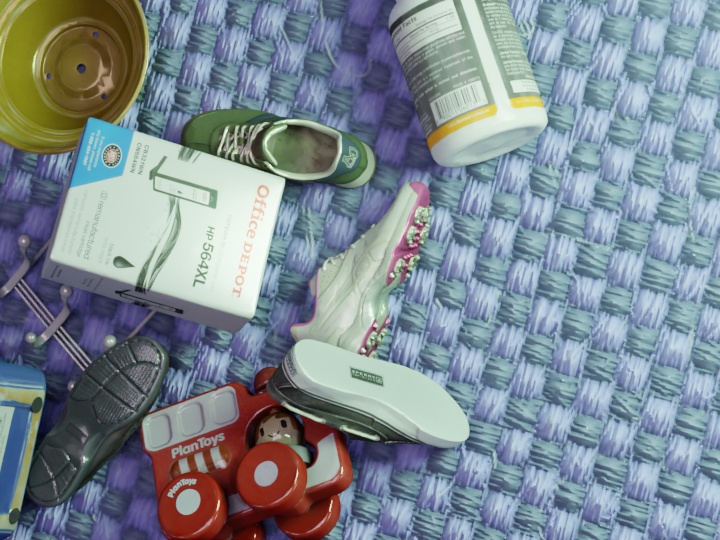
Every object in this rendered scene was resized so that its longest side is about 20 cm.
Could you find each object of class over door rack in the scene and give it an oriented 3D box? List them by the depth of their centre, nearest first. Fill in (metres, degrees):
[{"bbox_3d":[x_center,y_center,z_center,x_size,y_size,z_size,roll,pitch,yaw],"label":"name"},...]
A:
[{"bbox_3d":[-0.261,0.003,1.769,0.200,0.067,0.148,-44,78,6],"label":"over door rack"}]

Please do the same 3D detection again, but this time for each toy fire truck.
[{"bbox_3d":[-0.111,0.179,1.704,0.199,0.112,0.169,-22,59,13],"label":"toy fire truck"}]

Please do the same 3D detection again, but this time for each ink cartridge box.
[{"bbox_3d":[-0.185,-0.041,1.693,0.199,0.084,0.147,16,74,-12],"label":"ink cartridge box"}]

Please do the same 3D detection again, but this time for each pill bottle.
[{"bbox_3d":[0.093,-0.209,1.683,0.116,0.116,0.201,-20,80,10],"label":"pill bottle"}]

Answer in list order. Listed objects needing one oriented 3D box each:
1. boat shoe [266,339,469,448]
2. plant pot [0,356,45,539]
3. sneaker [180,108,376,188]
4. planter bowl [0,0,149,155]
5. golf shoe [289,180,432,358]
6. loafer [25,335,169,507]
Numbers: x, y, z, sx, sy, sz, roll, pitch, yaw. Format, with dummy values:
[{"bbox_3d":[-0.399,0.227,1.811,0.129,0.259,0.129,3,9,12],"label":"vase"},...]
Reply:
[{"bbox_3d":[0.007,0.124,1.669,0.199,0.071,0.064,24,130,-22],"label":"boat shoe"},{"bbox_3d":[-0.419,0.156,1.702,0.179,0.200,0.202,12,88,31],"label":"plant pot"},{"bbox_3d":[-0.088,-0.124,1.728,0.199,0.090,0.068,11,88,14],"label":"sneaker"},{"bbox_3d":[-0.291,-0.209,1.787,0.199,0.083,0.202,-1,84,14],"label":"planter bowl"},{"bbox_3d":[0.000,0.000,1.707,0.091,0.075,0.201,24,89,17],"label":"golf shoe"},{"bbox_3d":[-0.253,0.145,1.749,0.072,0.063,0.200,41,98,15],"label":"loafer"}]
